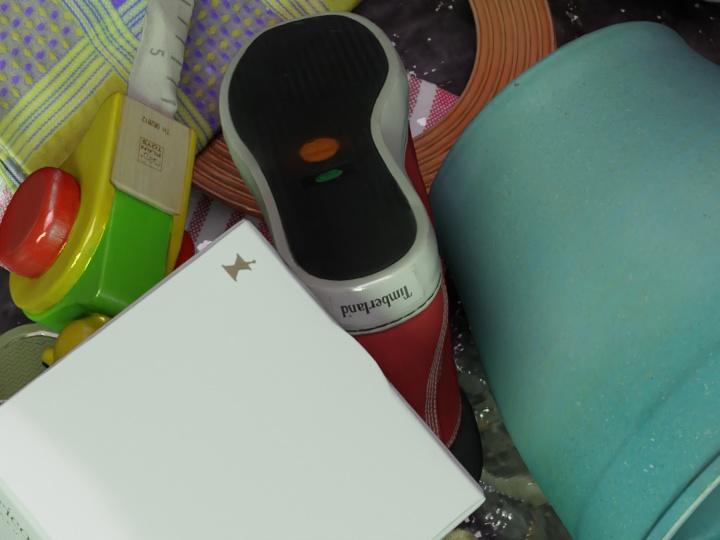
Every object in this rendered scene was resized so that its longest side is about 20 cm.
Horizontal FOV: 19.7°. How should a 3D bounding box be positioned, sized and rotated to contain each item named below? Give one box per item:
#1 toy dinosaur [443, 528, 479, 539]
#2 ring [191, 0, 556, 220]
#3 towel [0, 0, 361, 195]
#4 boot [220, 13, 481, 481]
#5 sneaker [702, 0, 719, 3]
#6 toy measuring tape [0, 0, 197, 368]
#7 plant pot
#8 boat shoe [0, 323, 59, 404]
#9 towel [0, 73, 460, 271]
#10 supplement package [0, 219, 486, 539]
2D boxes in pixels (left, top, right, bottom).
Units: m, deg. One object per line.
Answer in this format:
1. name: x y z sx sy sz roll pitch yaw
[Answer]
1. toy dinosaur: 0.007 0.115 0.839 0.101 0.058 0.200 29 87 -6
2. ring: -0.014 -0.102 0.905 0.200 0.019 0.201 3 60 -5
3. towel: -0.092 -0.115 0.837 0.200 0.023 0.144 -43 110 -27
4. boot: 0.000 0.000 0.805 0.072 0.144 0.200 -15 39 1
5. sneaker: 0.109 -0.174 0.893 0.200 0.074 0.087 16 103 -10
6. toy measuring tape: -0.097 -0.040 0.793 0.073 0.074 0.200 4 56 1
7. plant pot: 0.128 0.011 0.819 0.200 0.200 0.188 -34 63 -9
8. boat shoe: -0.125 0.124 0.841 0.075 0.068 0.201 -6 73 -5
9. towel: -0.053 -0.038 0.907 0.200 0.030 0.147 20 74 4
10. supplement package: -0.060 0.092 0.717 0.120 0.200 0.121 -38 81 -22
